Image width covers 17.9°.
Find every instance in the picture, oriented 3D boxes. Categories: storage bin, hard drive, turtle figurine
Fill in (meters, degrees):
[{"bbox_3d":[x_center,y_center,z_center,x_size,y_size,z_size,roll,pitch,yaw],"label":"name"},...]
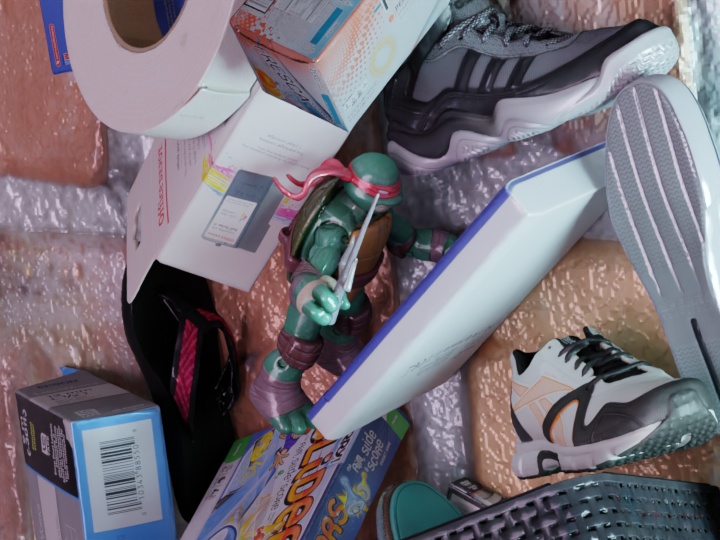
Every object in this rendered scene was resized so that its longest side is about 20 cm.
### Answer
[{"bbox_3d":[0.117,0.175,1.221,0.135,0.200,0.094,-24,72,25],"label":"storage bin"},{"bbox_3d":[0.065,0.010,1.280,0.025,0.132,0.200,50,126,13],"label":"hard drive"},{"bbox_3d":[0.000,0.000,1.325,0.101,0.150,0.200,51,138,28],"label":"turtle figurine"}]

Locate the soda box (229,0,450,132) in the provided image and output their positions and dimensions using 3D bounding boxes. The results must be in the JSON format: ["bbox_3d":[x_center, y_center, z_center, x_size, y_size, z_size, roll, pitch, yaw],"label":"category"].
[{"bbox_3d":[0.018,-0.175,1.232,0.064,0.200,0.068,28,161,29],"label":"soda box"}]

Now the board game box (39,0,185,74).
[{"bbox_3d":[-0.150,-0.230,1.440,0.134,0.045,0.200,-2,101,38],"label":"board game box"}]

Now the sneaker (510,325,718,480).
[{"bbox_3d":[0.127,0.070,1.249,0.200,0.074,0.080,161,99,-68],"label":"sneaker"}]

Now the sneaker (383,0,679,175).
[{"bbox_3d":[0.078,-0.129,1.269,0.200,0.075,0.114,-19,93,42],"label":"sneaker"}]

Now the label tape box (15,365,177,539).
[{"bbox_3d":[-0.182,0.148,1.501,0.200,0.066,0.144,12,111,64],"label":"label tape box"}]

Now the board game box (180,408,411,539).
[{"bbox_3d":[-0.059,0.166,1.383,0.135,0.200,0.034,-23,117,39],"label":"board game box"}]

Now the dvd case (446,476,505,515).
[{"bbox_3d":[0.122,0.229,1.367,0.200,0.022,0.146,25,116,30],"label":"dvd case"}]

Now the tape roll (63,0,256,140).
[{"bbox_3d":[-0.109,-0.176,1.324,0.203,0.037,0.203,-8,79,52],"label":"tape roll"}]

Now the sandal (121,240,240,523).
[{"bbox_3d":[-0.102,0.071,1.469,0.045,0.075,0.200,0,110,41],"label":"sandal"}]

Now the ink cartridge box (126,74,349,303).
[{"bbox_3d":[-0.072,-0.072,1.374,0.200,0.067,0.117,-56,26,34],"label":"ink cartridge box"}]

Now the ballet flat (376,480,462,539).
[{"bbox_3d":[0.065,0.219,1.356,0.074,0.074,0.200,-47,69,36],"label":"ballet flat"}]

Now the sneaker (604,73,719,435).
[{"bbox_3d":[0.188,-0.012,1.218,0.073,0.071,0.200,-6,104,48],"label":"sneaker"}]
